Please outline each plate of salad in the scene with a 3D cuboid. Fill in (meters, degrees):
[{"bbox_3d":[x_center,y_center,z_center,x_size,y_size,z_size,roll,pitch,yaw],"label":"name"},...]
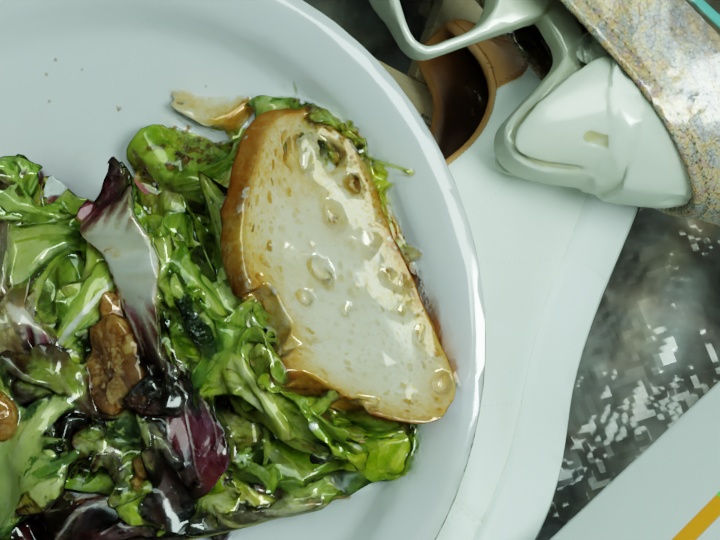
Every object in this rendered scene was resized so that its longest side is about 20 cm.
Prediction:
[{"bbox_3d":[-0.068,0.018,0.731,0.199,0.048,0.201,-1,87,14],"label":"plate of salad"}]

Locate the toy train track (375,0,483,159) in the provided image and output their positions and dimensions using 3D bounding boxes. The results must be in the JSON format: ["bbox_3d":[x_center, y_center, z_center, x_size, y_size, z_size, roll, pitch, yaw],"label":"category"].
[{"bbox_3d":[0.000,0.000,0.854,0.114,0.033,0.201,27,73,-20],"label":"toy train track"}]

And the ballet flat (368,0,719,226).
[{"bbox_3d":[0.047,-0.066,0.783,0.067,0.068,0.200,-42,91,-16],"label":"ballet flat"}]

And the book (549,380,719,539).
[{"bbox_3d":[0.099,0.111,0.746,0.133,0.048,0.200,39,49,15],"label":"book"}]

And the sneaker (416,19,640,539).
[{"bbox_3d":[0.014,0.022,0.805,0.084,0.073,0.201,27,62,-17],"label":"sneaker"}]
